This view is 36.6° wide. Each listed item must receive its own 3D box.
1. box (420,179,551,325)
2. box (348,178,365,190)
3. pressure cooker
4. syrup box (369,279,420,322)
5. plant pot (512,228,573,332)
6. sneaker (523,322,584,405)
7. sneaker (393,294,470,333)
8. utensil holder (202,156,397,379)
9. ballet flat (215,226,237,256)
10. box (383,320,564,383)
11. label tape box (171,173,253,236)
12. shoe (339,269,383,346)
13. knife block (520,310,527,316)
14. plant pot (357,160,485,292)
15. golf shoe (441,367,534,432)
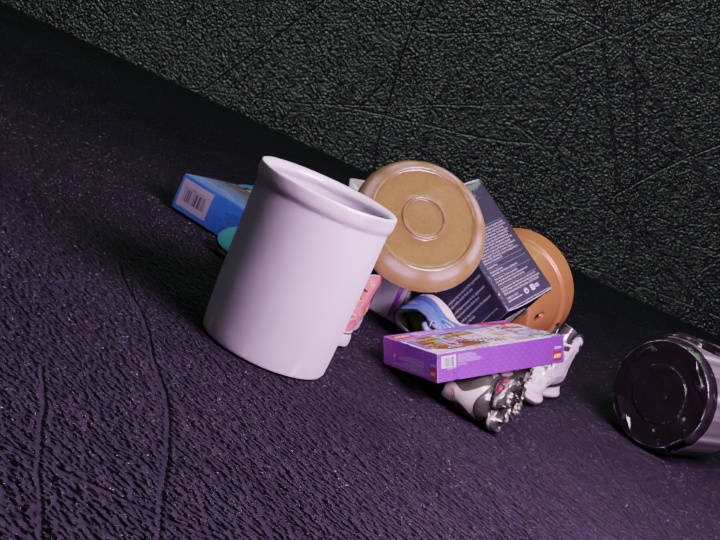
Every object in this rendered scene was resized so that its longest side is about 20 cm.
[{"bbox_3d":[0.161,-0.006,1.614,0.103,0.148,0.202,-23,75,-37],"label":"box"},{"bbox_3d":[0.029,-0.068,1.821,0.114,0.061,0.201,8,-29,4],"label":"box"},{"bbox_3d":[0.502,0.197,1.682,0.198,0.178,0.178,14,45,-46],"label":"pressure cooker"},{"bbox_3d":[0.000,0.000,1.725,0.198,0.083,0.079,31,13,18],"label":"syrup box"},{"bbox_3d":[0.244,0.043,1.837,0.198,0.203,0.140,28,27,20],"label":"plant pot"},{"bbox_3d":[0.269,0.129,1.619,0.075,0.117,0.200,29,11,24],"label":"sneaker"},{"bbox_3d":[0.122,0.107,1.553,0.088,0.080,0.199,-13,35,-45],"label":"sneaker"},{"bbox_3d":[-0.073,-0.002,1.239,0.167,0.203,0.170,23,10,-4],"label":"utensil holder"},{"bbox_3d":[-0.117,-0.015,1.584,0.196,0.068,0.064,8,-38,15],"label":"ballet flat"},{"bbox_3d":[0.146,0.103,1.412,0.197,0.040,0.136,-6,9,-27],"label":"box"},{"bbox_3d":[-0.191,-0.092,1.784,0.143,0.064,0.199,31,12,25],"label":"label tape box"},{"bbox_3d":[-0.023,0.037,1.462,0.071,0.092,0.200,25,10,7],"label":"shoe"},{"bbox_3d":[0.175,0.028,1.731,0.198,0.178,0.064,28,10,21],"label":"knife block"},{"bbox_3d":[0.085,-0.069,1.514,0.197,0.203,0.028,24,-28,-3],"label":"plant pot"},{"bbox_3d":[0.172,0.150,1.422,0.087,0.079,0.199,20,8,18],"label":"golf shoe"}]
